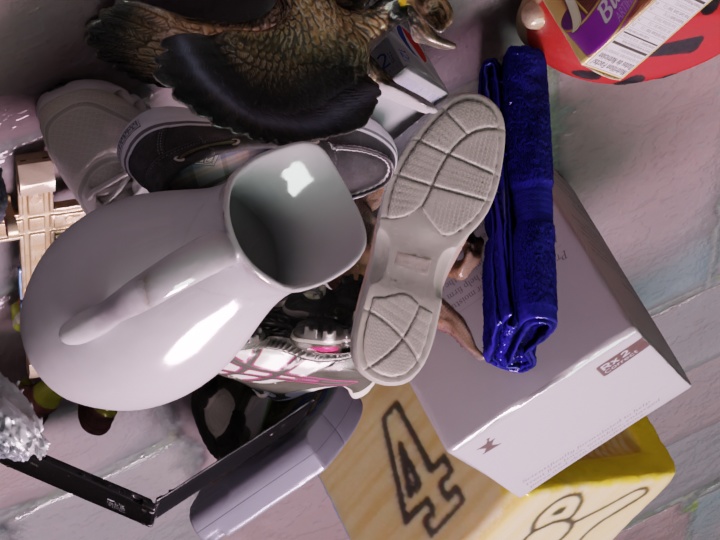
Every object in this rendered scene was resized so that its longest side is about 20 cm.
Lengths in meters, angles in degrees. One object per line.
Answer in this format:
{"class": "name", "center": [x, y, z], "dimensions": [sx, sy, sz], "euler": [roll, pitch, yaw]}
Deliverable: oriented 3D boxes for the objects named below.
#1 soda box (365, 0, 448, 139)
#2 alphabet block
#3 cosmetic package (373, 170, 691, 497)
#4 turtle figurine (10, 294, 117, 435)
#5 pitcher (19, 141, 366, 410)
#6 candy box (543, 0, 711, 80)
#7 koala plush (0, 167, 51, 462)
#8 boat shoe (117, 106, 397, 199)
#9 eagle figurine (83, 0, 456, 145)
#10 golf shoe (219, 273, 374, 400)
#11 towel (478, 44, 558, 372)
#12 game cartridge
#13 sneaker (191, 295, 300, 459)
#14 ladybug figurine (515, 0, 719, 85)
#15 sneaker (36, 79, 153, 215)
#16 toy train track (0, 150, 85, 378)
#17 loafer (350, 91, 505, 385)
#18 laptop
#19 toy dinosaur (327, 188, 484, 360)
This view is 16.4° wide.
{"class": "soda box", "center": [-0.043, -0.089, 1.652], "dimensions": [0.200, 0.068, 0.063], "euler": [-39, 150, 17]}
{"class": "alphabet block", "center": [0.106, 0.157, 2.081], "dimensions": [0.195, 0.197, 0.200], "euler": [-3, 144, -43]}
{"class": "cosmetic package", "center": [0.114, 0.032, 1.865], "dimensions": [0.164, 0.201, 0.165], "euler": [-34, 154, 10]}
{"class": "turtle figurine", "center": [-0.171, 0.054, 1.779], "dimensions": [0.199, 0.065, 0.161], "euler": [-5, 144, -39]}
{"class": "pitcher", "center": [-0.118, 0.012, 1.435], "dimensions": [0.199, 0.122, 0.171], "euler": [-27, 177, 36]}
{"class": "candy box", "center": [0.197, -0.231, 1.588], "dimensions": [0.200, 0.117, 0.056], "euler": [-41, 151, 23]}
{"class": "koala plush", "center": [-0.282, 0.049, 1.513], "dimensions": [0.176, 0.201, 0.184], "euler": [-15, 151, -26]}
{"class": "boat shoe", "center": [-0.053, -0.061, 1.553], "dimensions": [0.199, 0.066, 0.070], "euler": [6, 125, -37]}
{"class": "eagle figurine", "center": [-0.048, -0.138, 1.508], "dimensions": [0.199, 0.151, 0.152], "euler": [-32, 163, -17]}
{"class": "golf shoe", "center": [-0.078, 0.054, 1.713], "dimensions": [0.199, 0.077, 0.088], "euler": [3, 131, -3]}
{"class": "towel", "center": [0.101, -0.040, 1.715], "dimensions": [0.049, 0.201, 0.148], "euler": [0, 164, -4]}
{"class": "game cartridge", "center": [-0.061, 0.140, 1.964], "dimensions": [0.133, 0.042, 0.200], "euler": [-39, -174, 13]}
{"class": "sneaker", "center": [-0.058, 0.066, 1.920], "dimensions": [0.088, 0.077, 0.200], "euler": [-21, 161, -41]}
{"class": "ladybug figurine", "center": [0.198, -0.179, 1.725], "dimensions": [0.199, 0.072, 0.136], "euler": [-14, 150, -28]}
{"class": "sneaker", "center": [-0.137, -0.035, 1.576], "dimensions": [0.075, 0.081, 0.200], "euler": [-25, 122, 12]}
{"class": "toy train track", "center": [-0.210, 0.006, 1.648], "dimensions": [0.114, 0.033, 0.201], "euler": [-9, 137, -13]}
{"class": "loafer", "center": [0.036, -0.023, 1.654], "dimensions": [0.072, 0.201, 0.063], "euler": [21, 177, -13]}
{"class": "laptop", "center": [-0.152, 0.116, 1.789], "dimensions": [0.187, 0.199, 0.116], "euler": [119, -6, -79]}
{"class": "toy dinosaur", "center": [0.000, 0.000, 1.770], "dimensions": [0.135, 0.200, 0.086], "euler": [-42, -168, 30]}
